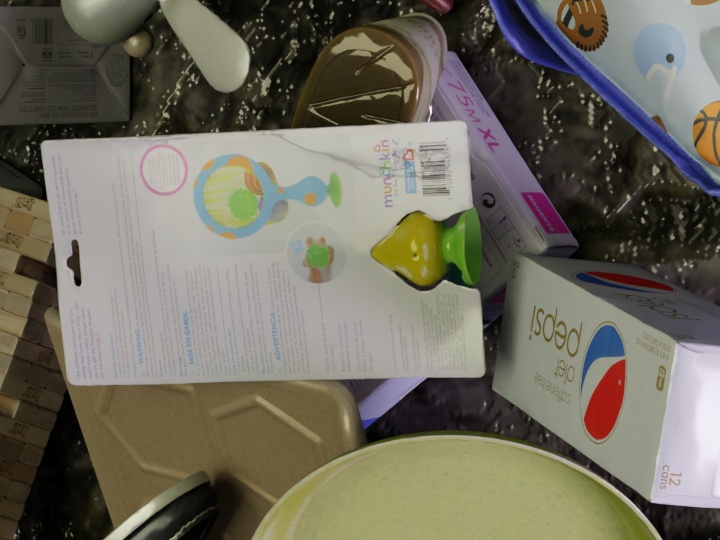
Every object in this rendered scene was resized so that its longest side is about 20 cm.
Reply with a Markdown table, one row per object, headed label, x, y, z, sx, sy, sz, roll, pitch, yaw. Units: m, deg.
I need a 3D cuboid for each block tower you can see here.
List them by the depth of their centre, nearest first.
| label | x | y | z | sx | sy | sz | roll | pitch | yaw |
| --- | --- | --- | --- | --- | --- | --- | --- | --- | --- |
| block tower | -0.191 | 0.062 | 1.411 | 0.058 | 0.054 | 0.200 | 17 | 84 | 34 |

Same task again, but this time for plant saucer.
| label | x | y | z | sx | sy | sz | roll | pitch | yaw |
| --- | --- | --- | --- | --- | --- | --- | --- | --- | --- |
| plant saucer | 0.046 | 0.144 | 1.234 | 0.200 | 0.031 | 0.200 | 3 | 125 | 4 |

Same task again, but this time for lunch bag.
| label | x | y | z | sx | sy | sz | roll | pitch | yaw |
| --- | --- | --- | --- | --- | --- | --- | --- | --- | --- |
| lunch bag | 0.143 | -0.118 | 1.136 | 0.200 | 0.170 | 0.124 | 45 | 110 | 24 |

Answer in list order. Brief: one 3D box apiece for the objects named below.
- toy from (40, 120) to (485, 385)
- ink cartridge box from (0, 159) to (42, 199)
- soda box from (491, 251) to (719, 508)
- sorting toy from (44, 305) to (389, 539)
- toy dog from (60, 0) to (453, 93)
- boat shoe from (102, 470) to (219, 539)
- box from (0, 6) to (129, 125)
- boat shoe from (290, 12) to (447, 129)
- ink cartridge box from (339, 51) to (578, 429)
| label | x | y | z | sx | sy | sz | roll | pitch | yaw |
| --- | --- | --- | --- | --- | --- | --- | --- | --- | --- |
| toy | -0.040 | -0.009 | 1.232 | 0.200 | 0.047 | 0.115 | -1 | 101 | 20 |
| ink cartridge box | -0.278 | 0.005 | 1.411 | 0.084 | 0.200 | 0.146 | 31 | 109 | 29 |
| soda box | 0.120 | 0.044 | 1.155 | 0.200 | 0.064 | 0.068 | -145 | 62 | -71 |
| sorting toy | -0.056 | 0.107 | 1.320 | 0.200 | 0.036 | 0.185 | 15 | 134 | 36 |
| toy dog | -0.036 | -0.143 | 1.307 | 0.200 | 0.132 | 0.096 | -7 | 126 | 39 |
| boat shoe | -0.118 | 0.180 | 1.313 | 0.066 | 0.074 | 0.199 | 48 | 114 | 15 |
| box | -0.232 | -0.108 | 1.429 | 0.200 | 0.117 | 0.060 | 3 | 96 | 33 |
| boat shoe | -0.018 | -0.031 | 1.278 | 0.073 | 0.063 | 0.201 | 31 | 115 | 13 |
| ink cartridge box | 0.000 | 0.000 | 1.316 | 0.200 | 0.042 | 0.119 | -41 | 69 | 26 |
